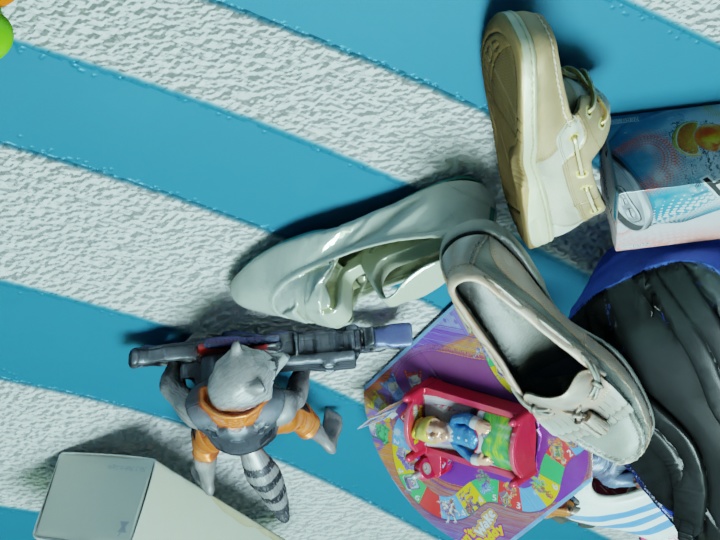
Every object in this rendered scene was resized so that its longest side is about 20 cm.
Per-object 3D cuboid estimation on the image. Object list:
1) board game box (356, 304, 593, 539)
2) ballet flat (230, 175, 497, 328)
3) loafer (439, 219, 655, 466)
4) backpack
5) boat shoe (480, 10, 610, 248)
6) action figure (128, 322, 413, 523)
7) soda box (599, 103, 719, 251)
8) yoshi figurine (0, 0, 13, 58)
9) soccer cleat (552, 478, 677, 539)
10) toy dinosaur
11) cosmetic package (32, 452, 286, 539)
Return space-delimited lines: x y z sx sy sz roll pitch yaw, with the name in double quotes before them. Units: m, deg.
"board game box" 0.072 0.120 1.618 0.039 0.158 0.200 -28 168 -45
"ballet flat" 0.000 0.000 1.506 0.200 0.070 0.069 -22 143 21
"loafer" 0.115 0.058 1.456 0.072 0.063 0.200 -31 111 25
"backpack" 0.237 0.059 1.553 0.162 0.168 0.200 -32 105 30
"boat shoe" 0.119 -0.093 1.397 0.069 0.074 0.200 -19 147 -5
"action figure" -0.055 0.099 1.610 0.200 0.105 0.194 -8 156 6
"soda box" 0.256 -0.066 1.460 0.200 0.064 0.068 -8 146 -1
"yoshi figurine" -0.261 -0.157 1.204 0.112 0.113 0.200 -3 151 23
"soccer cleat" 0.240 0.177 1.802 0.200 0.070 0.086 11 142 -24
"toy dinosaur" 0.203 0.144 1.684 0.181 0.105 0.200 -23 146 -2
"cosmetic package" -0.143 0.211 1.749 0.103 0.073 0.200 1 154 36
